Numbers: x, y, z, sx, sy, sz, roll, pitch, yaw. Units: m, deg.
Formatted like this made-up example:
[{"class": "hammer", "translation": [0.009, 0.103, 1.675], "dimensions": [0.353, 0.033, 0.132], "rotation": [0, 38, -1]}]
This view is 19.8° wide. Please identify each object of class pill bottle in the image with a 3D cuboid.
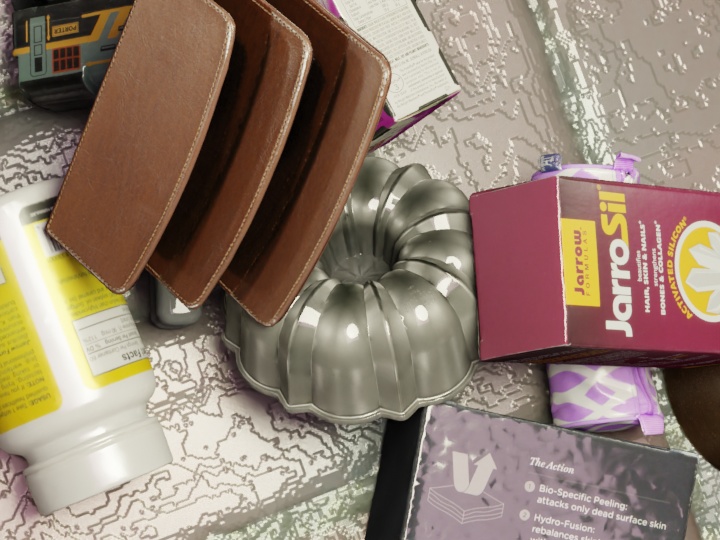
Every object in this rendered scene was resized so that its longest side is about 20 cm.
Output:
[{"class": "pill bottle", "translation": [-0.203, 0.051, 1.352], "dimensions": [0.114, 0.114, 0.201], "rotation": [-21, 88, -14]}]

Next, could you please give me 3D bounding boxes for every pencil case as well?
[{"class": "pencil case", "translation": [0.170, 0.017, 1.455], "dimensions": [0.084, 0.085, 0.201], "rotation": [-1, 84, -49]}]

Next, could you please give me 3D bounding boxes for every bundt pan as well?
[{"class": "bundt pan", "translation": [0.000, 0.000, 1.371], "dimensions": [0.201, 0.076, 0.203], "rotation": [-3, 48, 4]}]

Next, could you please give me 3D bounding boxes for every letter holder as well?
[{"class": "letter holder", "translation": [-0.085, -0.072, 1.264], "dimensions": [0.142, 0.201, 0.100], "rotation": [41, 30, 28]}]

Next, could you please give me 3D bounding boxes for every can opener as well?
[{"class": "can opener", "translation": [-0.118, -0.060, 1.416], "dimensions": [0.066, 0.053, 0.201], "rotation": [4, 82, -13]}]

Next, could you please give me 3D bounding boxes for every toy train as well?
[{"class": "toy train", "translation": [-0.146, -0.172, 1.376], "dimensions": [0.199, 0.085, 0.115], "rotation": [-6, 82, 23]}]

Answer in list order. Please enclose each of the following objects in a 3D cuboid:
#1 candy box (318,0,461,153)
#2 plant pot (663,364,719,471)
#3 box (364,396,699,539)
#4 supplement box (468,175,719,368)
[{"class": "candy box", "translation": [-0.026, -0.181, 1.407], "dimensions": [0.061, 0.136, 0.201], "rotation": [-27, 88, -26]}, {"class": "plant pot", "translation": [0.333, 0.056, 1.428], "dimensions": [0.186, 0.200, 0.188], "rotation": [2, 82, -13]}, {"class": "box", "translation": [0.106, 0.204, 1.400], "dimensions": [0.196, 0.117, 0.201], "rotation": [13, 81, -11]}, {"class": "supplement box", "translation": [0.174, 0.004, 1.349], "dimensions": [0.199, 0.085, 0.111], "rotation": [4, 80, -38]}]
